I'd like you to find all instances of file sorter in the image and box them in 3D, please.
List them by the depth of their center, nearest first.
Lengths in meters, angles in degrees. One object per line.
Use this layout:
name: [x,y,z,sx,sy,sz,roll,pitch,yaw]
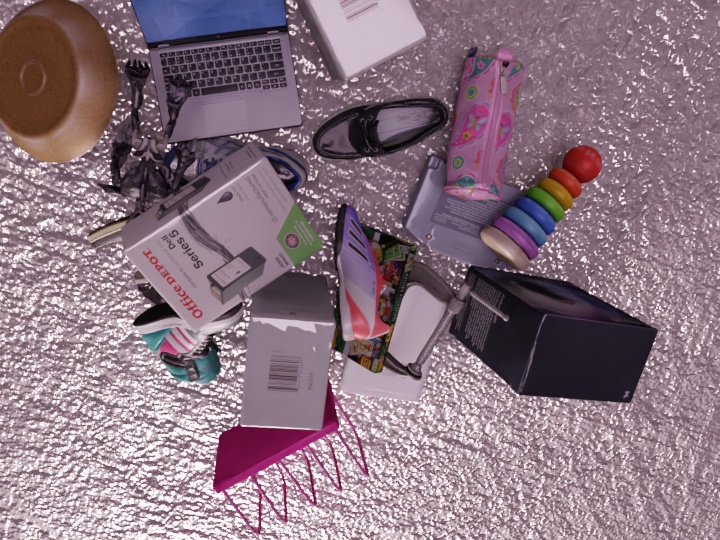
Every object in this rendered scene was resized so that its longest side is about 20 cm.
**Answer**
file sorter: [-0.103,0.288,0.971,0.200,0.139,0.125,-29,110,1]

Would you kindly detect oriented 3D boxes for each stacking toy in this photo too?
stacking toy: [0.269,-0.096,0.905,0.200,0.085,0.085,-46,108,2]

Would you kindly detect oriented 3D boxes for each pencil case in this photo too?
pencil case: [0.169,-0.197,0.868,0.087,0.087,0.200,10,92,-11]

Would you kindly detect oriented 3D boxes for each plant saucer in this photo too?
plant saucer: [-0.390,-0.234,0.774,0.200,0.035,0.200,2,96,20]

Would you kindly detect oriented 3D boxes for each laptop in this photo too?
laptop: [-0.180,-0.276,0.794,0.187,0.116,0.200,-9,97,-5]

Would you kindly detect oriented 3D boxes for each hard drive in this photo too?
hard drive: [0.053,0.106,0.996,0.132,0.027,0.200,11,106,-11]

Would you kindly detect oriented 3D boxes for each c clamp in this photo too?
c clamp: [0.089,0.080,0.903,0.171,0.027,0.200,45,120,22]

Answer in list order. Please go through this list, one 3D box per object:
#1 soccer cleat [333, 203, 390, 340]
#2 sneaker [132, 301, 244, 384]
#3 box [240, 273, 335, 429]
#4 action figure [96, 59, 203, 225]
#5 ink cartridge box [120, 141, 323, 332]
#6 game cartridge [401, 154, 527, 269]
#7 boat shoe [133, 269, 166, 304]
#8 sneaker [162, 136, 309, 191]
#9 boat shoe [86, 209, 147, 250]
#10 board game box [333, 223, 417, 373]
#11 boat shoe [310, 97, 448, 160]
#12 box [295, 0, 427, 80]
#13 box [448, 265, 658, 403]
soccer cleat: [0.000,0.000,0.899,0.073,0.068,0.200,-3,73,-1]
sneaker: [-0.224,0.103,0.898,0.200,0.084,0.121,-8,119,34]
box: [-0.102,0.101,0.873,0.106,0.200,0.152,5,106,-8]
action figure: [-0.260,-0.153,0.799,0.119,0.102,0.200,15,122,-9]
ink cartridge box: [-0.172,-0.041,0.792,0.200,0.084,0.146,-35,122,-3]
game cartridge: [0.169,-0.079,0.951,0.200,0.040,0.133,19,100,-13]
boat shoe: [-0.223,-0.008,0.906,0.200,0.067,0.057,-20,125,3]
sneaker: [-0.169,-0.142,0.856,0.200,0.088,0.075,0,109,-6]
boat shoe: [-0.273,-0.057,0.875,0.200,0.073,0.065,-17,103,-3]
board game box: [0.013,0.041,0.937,0.023,0.105,0.200,-3,112,-49]
boat shoe: [0.029,-0.195,0.878,0.199,0.066,0.075,-10,109,-5]
box: [-0.014,-0.323,0.762,0.106,0.200,0.152,-27,109,2]
box: [0.271,0.088,0.913,0.200,0.198,0.123,8,106,-24]
